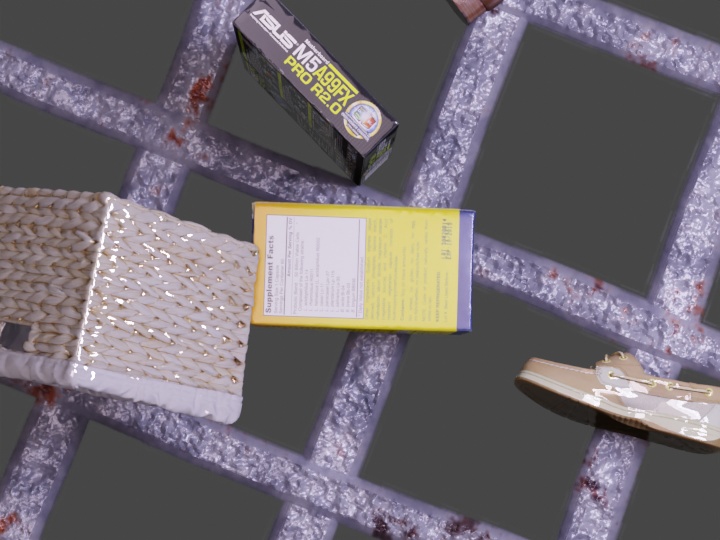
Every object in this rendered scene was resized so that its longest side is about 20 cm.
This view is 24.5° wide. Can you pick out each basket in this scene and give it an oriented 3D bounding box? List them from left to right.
[{"bbox_3d":[-0.217,0.030,1.418,0.197,0.199,0.162,6,80,42],"label":"basket"}]

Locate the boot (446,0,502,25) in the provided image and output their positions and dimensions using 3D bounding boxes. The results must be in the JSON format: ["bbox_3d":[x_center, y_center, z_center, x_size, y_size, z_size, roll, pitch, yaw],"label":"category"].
[{"bbox_3d":[0.128,-0.357,1.536,0.200,0.064,0.187,-37,109,0],"label":"boot"}]

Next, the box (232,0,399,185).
[{"bbox_3d":[-0.039,-0.156,1.461,0.044,0.200,0.160,-43,87,-4],"label":"box"}]

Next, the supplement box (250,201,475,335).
[{"bbox_3d":[0.000,0.000,1.498,0.198,0.110,0.110,3,86,-2],"label":"supplement box"}]

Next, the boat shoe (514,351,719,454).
[{"bbox_3d":[0.240,0.111,1.520,0.199,0.074,0.067,18,73,-2],"label":"boat shoe"}]
